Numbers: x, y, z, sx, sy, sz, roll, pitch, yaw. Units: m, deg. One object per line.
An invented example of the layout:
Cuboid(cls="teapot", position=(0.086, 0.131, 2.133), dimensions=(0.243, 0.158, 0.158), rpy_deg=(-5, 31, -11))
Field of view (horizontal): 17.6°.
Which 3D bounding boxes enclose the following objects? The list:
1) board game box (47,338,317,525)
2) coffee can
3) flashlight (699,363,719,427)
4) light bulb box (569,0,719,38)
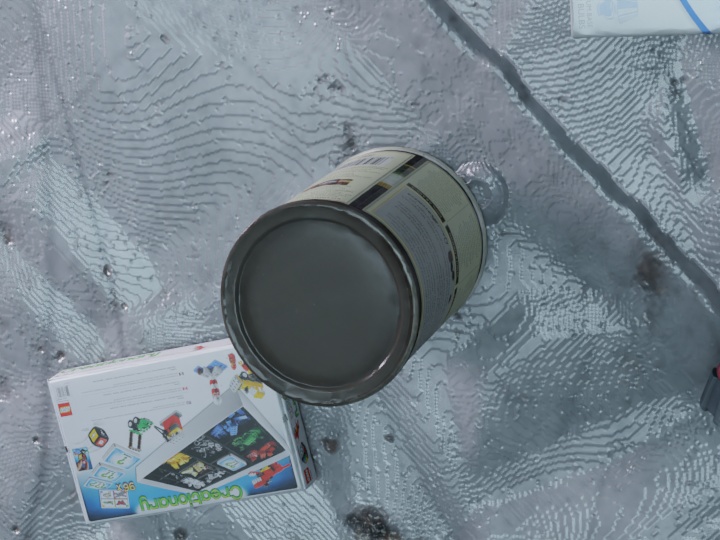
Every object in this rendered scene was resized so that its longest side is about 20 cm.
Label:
Cuboid(cls="board game box", position=(-0.144, 0.127, 1.864), dimensions=(0.198, 0.035, 0.127), rpy_deg=(-11, 100, 20))
Cuboid(cls="coffee can", position=(0.000, 0.000, 1.695), dimensions=(0.145, 0.200, 0.148), rpy_deg=(5, 105, 17))
Cuboid(cls="flashlight", position=(0.309, 0.022, 1.674), dimensions=(0.067, 0.068, 0.201), rpy_deg=(21, 111, 6))
Cuboid(cls="light bulb box", position=(0.248, -0.265, 1.588), dimensions=(0.198, 0.125, 0.200), rpy_deg=(-1, 103, 19))
